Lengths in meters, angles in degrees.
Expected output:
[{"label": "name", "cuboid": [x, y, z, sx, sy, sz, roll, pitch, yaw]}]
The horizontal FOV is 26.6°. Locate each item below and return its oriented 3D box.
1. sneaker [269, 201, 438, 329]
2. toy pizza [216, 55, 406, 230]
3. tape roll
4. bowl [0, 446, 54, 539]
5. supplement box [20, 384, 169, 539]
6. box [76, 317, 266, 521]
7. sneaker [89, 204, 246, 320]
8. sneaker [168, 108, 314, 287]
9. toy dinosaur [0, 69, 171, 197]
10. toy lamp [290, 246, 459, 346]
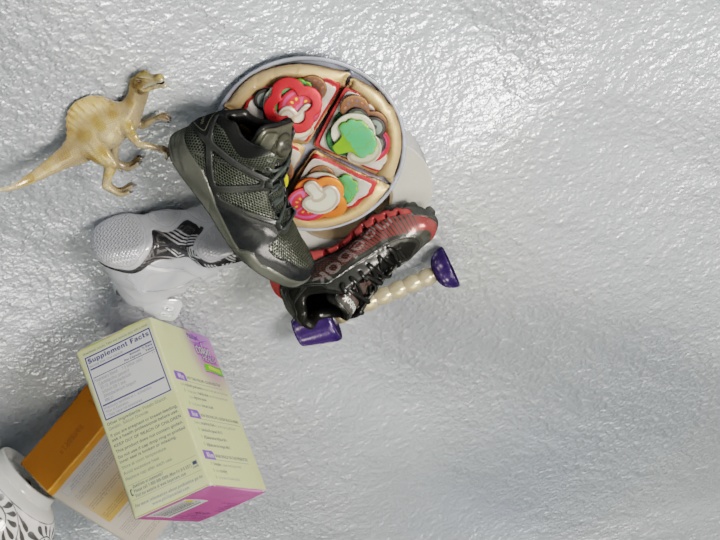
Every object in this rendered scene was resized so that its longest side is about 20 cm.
[{"label": "sneaker", "cuboid": [0.000, 0.000, 1.653, 0.200, 0.098, 0.071, -26, 138, 9]}, {"label": "toy pizza", "cuboid": [-0.053, -0.123, 1.550, 0.200, 0.032, 0.200, 0, 121, 0]}, {"label": "tape roll", "cuboid": [-0.021, -0.084, 1.654, 0.203, 0.037, 0.203, -10, 140, -9]}, {"label": "bowl", "cuboid": [-0.427, 0.273, 1.812, 0.094, 0.201, 0.201, -43, 137, -1]}, {"label": "supplement box", "cuboid": [-0.299, 0.244, 1.858, 0.126, 0.074, 0.200, -50, 137, -7]}, {"label": "box", "cuboid": [-0.209, 0.171, 1.704, 0.097, 0.200, 0.176, -25, 165, 11]}, {"label": "sneaker", "cuboid": [-0.183, -0.009, 1.641, 0.200, 0.075, 0.115, -3, 142, 2]}, {"label": "sneaker", "cuboid": [-0.092, -0.077, 1.512, 0.114, 0.076, 0.199, -27, 104, 31]}, {"label": "toy dinosaur", "cuboid": [-0.260, -0.126, 1.520, 0.200, 0.058, 0.101, -37, 122, 10]}, {"label": "toy lamp", "cuboid": [0.015, 0.034, 1.785, 0.200, 0.058, 0.058, -25, 139, 6]}]
